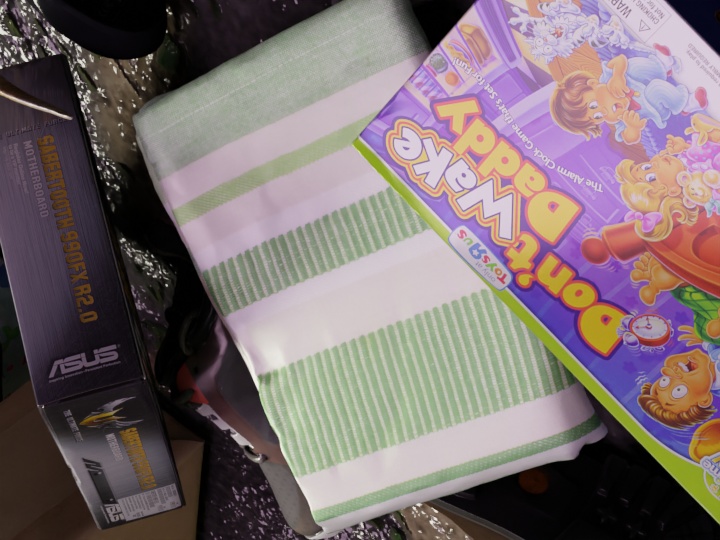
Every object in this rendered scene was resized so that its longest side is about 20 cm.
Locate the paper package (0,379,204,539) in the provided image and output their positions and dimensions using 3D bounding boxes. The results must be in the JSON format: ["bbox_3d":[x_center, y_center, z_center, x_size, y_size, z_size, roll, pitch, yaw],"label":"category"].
[{"bbox_3d":[-0.188,0.177,1.097,0.103,0.190,0.201,34,142,21],"label":"paper package"}]

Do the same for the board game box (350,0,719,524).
[{"bbox_3d":[0.110,-0.021,0.664,0.200,0.045,0.135,45,131,2],"label":"board game box"}]

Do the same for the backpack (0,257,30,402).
[{"bbox_3d":[-0.294,0.045,1.128,0.199,0.151,0.178,26,137,20],"label":"backpack"}]

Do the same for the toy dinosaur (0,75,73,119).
[{"bbox_3d":[-0.206,-0.127,0.819,0.058,0.101,0.200,-43,101,15],"label":"toy dinosaur"}]

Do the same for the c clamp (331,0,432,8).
[{"bbox_3d":[0.058,-0.066,0.731,0.170,0.027,0.201,-6,117,51],"label":"c clamp"}]

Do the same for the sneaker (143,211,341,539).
[{"bbox_3d":[-0.058,0.047,0.906,0.077,0.081,0.201,40,147,59],"label":"sneaker"}]

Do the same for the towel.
[{"bbox_3d":[0.000,0.000,0.778,0.152,0.023,0.201,-21,97,35],"label":"towel"}]

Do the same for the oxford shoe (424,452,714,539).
[{"bbox_3d":[0.061,0.099,0.849,0.200,0.073,0.085,37,153,24],"label":"oxford shoe"}]

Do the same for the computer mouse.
[{"bbox_3d":[-0.170,-0.159,0.842,0.200,0.059,0.034,39,135,-12],"label":"computer mouse"}]

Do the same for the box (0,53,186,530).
[{"bbox_3d":[-0.130,0.018,0.893,0.200,0.048,0.159,91,164,-67],"label":"box"}]
